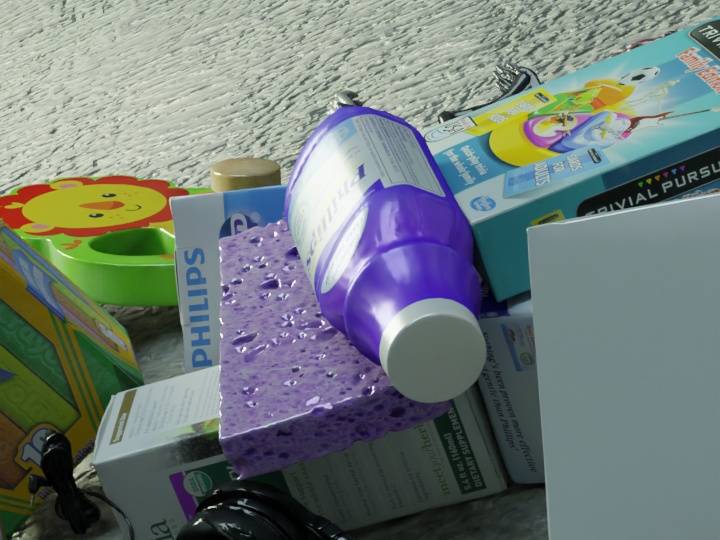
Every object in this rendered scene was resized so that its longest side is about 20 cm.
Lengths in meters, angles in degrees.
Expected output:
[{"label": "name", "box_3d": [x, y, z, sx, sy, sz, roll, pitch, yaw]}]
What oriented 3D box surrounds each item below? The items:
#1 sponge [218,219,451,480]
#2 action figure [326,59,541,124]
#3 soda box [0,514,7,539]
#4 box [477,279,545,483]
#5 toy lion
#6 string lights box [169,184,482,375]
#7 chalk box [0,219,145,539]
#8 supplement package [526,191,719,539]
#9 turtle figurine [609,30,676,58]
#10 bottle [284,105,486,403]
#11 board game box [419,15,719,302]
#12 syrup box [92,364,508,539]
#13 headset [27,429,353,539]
[{"label": "sponge", "box_3d": [-0.016, 0.026, 1.362, 0.111, 0.030, 0.200, -18, 29, 7]}, {"label": "action figure", "box_3d": [0.029, -0.049, 1.610, 0.200, 0.119, 0.102, -26, 28, -32]}, {"label": "soda box", "box_3d": [-0.261, 0.165, 1.326, 0.068, 0.064, 0.200, -14, -1, 35]}, {"label": "box", "box_3d": [0.179, 0.012, 1.348, 0.200, 0.105, 0.184, -6, 27, 30]}, {"label": "toy lion", "box_3d": [-0.145, -0.020, 1.669, 0.191, 0.069, 0.200, -1, 18, -1]}, {"label": "string lights box", "box_3d": [0.000, 0.000, 1.484, 0.200, 0.103, 0.059, -6, -3, 15]}, {"label": "chalk box", "box_3d": [-0.233, 0.030, 1.459, 0.124, 0.200, 0.124, -47, 18, 4]}, {"label": "supplement package", "box_3d": [0.186, 0.049, 1.149, 0.200, 0.156, 0.111, -10, -16, 24]}, {"label": "turtle figurine", "box_3d": [0.189, -0.094, 1.603, 0.150, 0.101, 0.200, -9, 19, 27]}, {"label": "bottle", "box_3d": [0.014, -0.006, 1.283, 0.084, 0.065, 0.200, -61, 23, 20]}, {"label": "board game box", "box_3d": [0.138, -0.064, 1.359, 0.200, 0.047, 0.151, -22, 22, -3]}, {"label": "syrup box", "box_3d": [-0.030, 0.089, 1.385, 0.200, 0.079, 0.081, -16, 24, 11]}, {"label": "headset", "box_3d": [-0.081, 0.142, 1.285, 0.123, 0.094, 0.200, -37, 40, -29]}]
